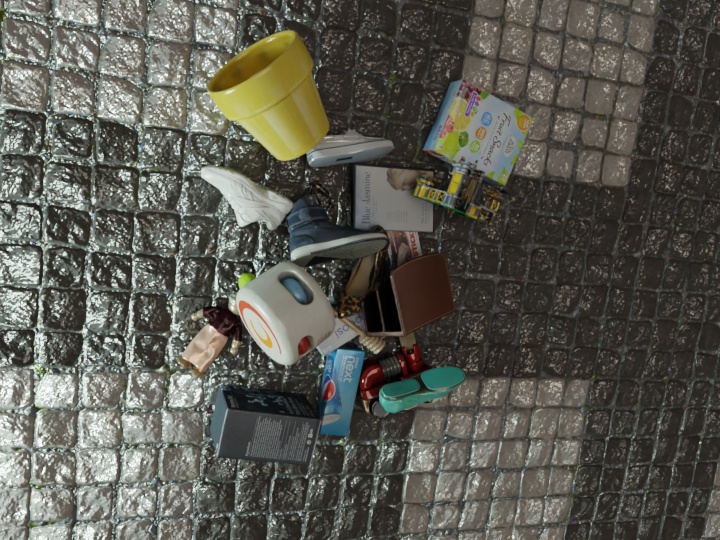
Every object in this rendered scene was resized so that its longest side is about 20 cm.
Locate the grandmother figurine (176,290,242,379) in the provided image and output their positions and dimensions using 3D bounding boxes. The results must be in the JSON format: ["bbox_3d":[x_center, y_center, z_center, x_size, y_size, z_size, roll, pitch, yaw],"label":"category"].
[{"bbox_3d":[-0.298,0.123,1.350,0.121,0.061,0.200,41,84,-14],"label":"grandmother figurine"}]

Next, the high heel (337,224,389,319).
[{"bbox_3d":[0.000,0.000,1.354,0.200,0.071,0.143,-50,148,-43],"label":"high heel"}]

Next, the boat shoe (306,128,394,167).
[{"bbox_3d":[-0.022,-0.267,1.358,0.200,0.074,0.065,-11,78,-29],"label":"boat shoe"}]

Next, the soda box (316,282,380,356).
[{"bbox_3d":[-0.019,0.105,1.430,0.200,0.068,0.063,-31,106,-11],"label":"soda box"}]

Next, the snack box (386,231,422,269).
[{"bbox_3d":[0.109,-0.007,1.474,0.072,0.024,0.200,-17,105,-16],"label":"snack box"}]

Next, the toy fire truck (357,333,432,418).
[{"bbox_3d":[0.074,0.215,1.455,0.176,0.129,0.200,-15,99,-15],"label":"toy fire truck"}]

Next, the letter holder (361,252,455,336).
[{"bbox_3d":[0.098,0.045,1.366,0.200,0.101,0.142,-19,101,-49],"label":"letter holder"}]

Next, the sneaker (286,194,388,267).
[{"bbox_3d":[-0.052,-0.094,1.330,0.202,0.077,0.146,-8,61,-7],"label":"sneaker"}]

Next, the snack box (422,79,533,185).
[{"bbox_3d":[0.264,-0.306,1.446,0.200,0.068,0.169,21,93,-22],"label":"snack box"}]

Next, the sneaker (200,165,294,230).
[{"bbox_3d":[-0.239,-0.141,1.309,0.200,0.078,0.099,27,95,-20],"label":"sneaker"}]

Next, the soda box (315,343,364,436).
[{"bbox_3d":[-0.049,0.266,1.453,0.068,0.064,0.200,9,97,-20],"label":"soda box"}]

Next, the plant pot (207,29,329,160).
[{"bbox_3d":[-0.159,-0.325,1.246,0.201,0.201,0.189,-39,124,-8],"label":"plant pot"}]

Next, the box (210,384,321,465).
[{"bbox_3d":[-0.205,0.326,1.368,0.200,0.148,0.107,11,96,-20],"label":"box"}]

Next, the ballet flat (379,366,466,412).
[{"bbox_3d":[0.133,0.263,1.410,0.200,0.067,0.070,-12,132,-15],"label":"ballet flat"}]

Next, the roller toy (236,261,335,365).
[{"bbox_3d":[-0.143,0.084,1.289,0.140,0.182,0.200,-35,115,-26],"label":"roller toy"}]

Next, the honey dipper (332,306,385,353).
[{"bbox_3d":[-0.033,0.107,1.374,0.200,0.038,0.038,38,87,-14],"label":"honey dipper"}]

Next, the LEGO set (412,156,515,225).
[{"bbox_3d":[0.223,-0.182,1.398,0.200,0.154,0.116,18,95,-31],"label":"LEGO set"}]

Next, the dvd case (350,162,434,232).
[{"bbox_3d":[0.072,-0.158,1.416,0.200,0.018,0.143,0,91,-23],"label":"dvd case"}]

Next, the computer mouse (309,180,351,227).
[{"bbox_3d":[-0.026,-0.129,1.402,0.200,0.034,0.059,31,90,-20],"label":"computer mouse"}]
